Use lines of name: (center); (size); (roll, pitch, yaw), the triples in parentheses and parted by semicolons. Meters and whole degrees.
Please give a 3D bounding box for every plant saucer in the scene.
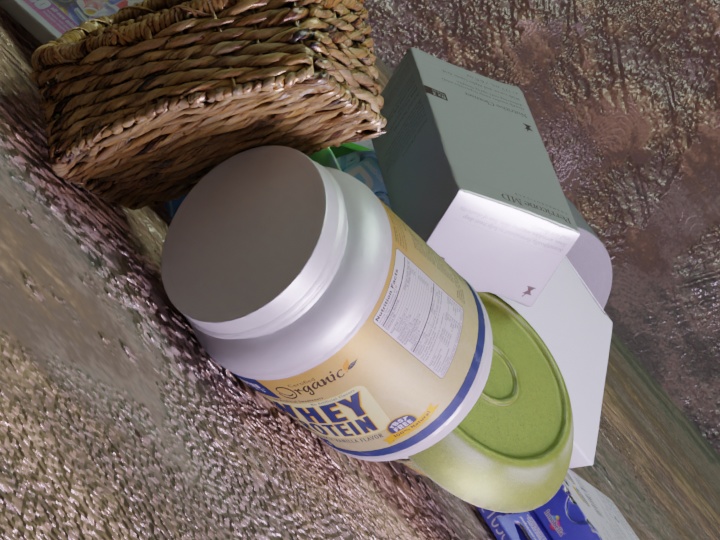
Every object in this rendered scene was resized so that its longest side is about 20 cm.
plant saucer: (0.085, 0.079, 1.431); (0.200, 0.031, 0.200); (25, 44, -27)

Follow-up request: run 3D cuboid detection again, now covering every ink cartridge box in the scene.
ink cartridge box: (0.175, 0.230, 1.602); (0.137, 0.076, 0.200); (56, 9, 33)

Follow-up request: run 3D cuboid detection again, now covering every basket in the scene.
basket: (-0.103, -0.143, 1.231); (0.143, 0.200, 0.149); (27, 51, -62)

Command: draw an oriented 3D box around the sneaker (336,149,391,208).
sneaker: (-0.020, -0.058, 1.558); (0.074, 0.082, 0.200); (47, 40, 8)

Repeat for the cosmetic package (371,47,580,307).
cosmetic package: (0.082, -0.073, 1.512); (0.113, 0.081, 0.200); (17, 31, -25)

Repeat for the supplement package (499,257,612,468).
supplement package: (0.112, 0.052, 1.638); (0.200, 0.111, 0.156); (51, 39, -37)

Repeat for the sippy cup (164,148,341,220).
sippy cup: (-0.095, -0.090, 1.420); (0.130, 0.177, 0.140); (-100, -171, -51)

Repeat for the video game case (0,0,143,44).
video game case: (-0.144, -0.200, 1.413); (0.143, 0.200, 0.018); (41, -38, 22)

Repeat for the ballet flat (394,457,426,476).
ballet flat: (0.004, 0.082, 1.427); (0.200, 0.071, 0.071); (52, 9, 2)

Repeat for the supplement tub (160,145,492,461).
supplement tub: (-0.020, 0.022, 1.258); (0.200, 0.144, 0.145); (41, 13, -46)

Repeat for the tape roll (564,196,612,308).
tape roll: (0.132, 0.016, 1.843); (0.200, 0.200, 0.066); (42, 12, -45)

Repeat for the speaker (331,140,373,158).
speaker: (0.017, -0.074, 1.745); (0.200, 0.089, 0.088); (20, 0, 17)
